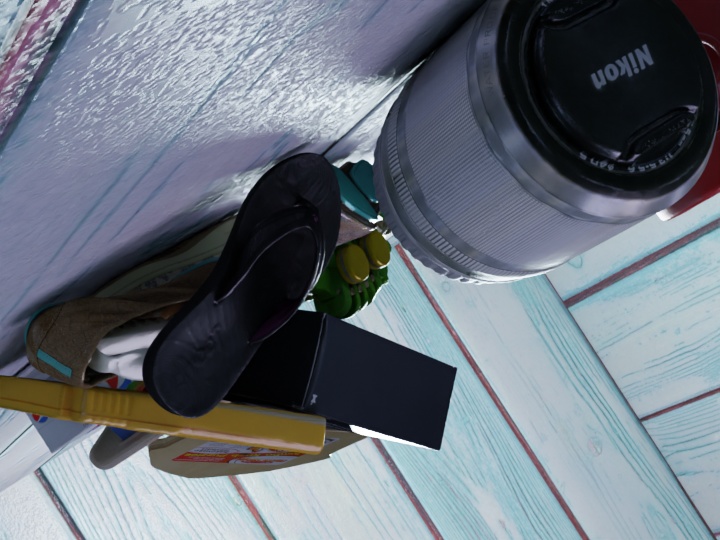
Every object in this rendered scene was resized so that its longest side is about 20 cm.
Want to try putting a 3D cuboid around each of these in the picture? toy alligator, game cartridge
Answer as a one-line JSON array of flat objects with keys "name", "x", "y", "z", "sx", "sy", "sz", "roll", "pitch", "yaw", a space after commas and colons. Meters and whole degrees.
[{"name": "toy alligator", "x": 0.000, "y": 0.000, "z": 1.066, "sx": 0.059, "sy": 0.054, "sz": 0.200, "roll": -20, "pitch": -174, "yaw": 29}, {"name": "game cartridge", "x": -0.153, "y": 0.106, "z": 0.970, "sx": 0.199, "sy": 0.033, "sz": 0.176, "roll": 10, "pitch": 173, "yaw": -32}]

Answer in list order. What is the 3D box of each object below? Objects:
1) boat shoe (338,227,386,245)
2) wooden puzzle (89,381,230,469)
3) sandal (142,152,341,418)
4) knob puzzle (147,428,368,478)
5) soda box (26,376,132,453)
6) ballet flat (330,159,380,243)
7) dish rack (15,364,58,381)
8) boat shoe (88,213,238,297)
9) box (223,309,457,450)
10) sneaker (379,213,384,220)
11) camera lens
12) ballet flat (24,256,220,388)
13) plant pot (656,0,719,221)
[{"name": "boat shoe", "x": -0.029, "y": -0.020, "z": 1.219, "sx": 0.200, "sy": 0.073, "sz": 0.070, "roll": -4, "pitch": 110, "yaw": -71}, {"name": "wooden puzzle", "x": -0.158, "y": 0.082, "z": 1.215, "sx": 0.200, "sy": 0.046, "sz": 0.186, "roll": -28, "pitch": -159, "yaw": 37}, {"name": "sandal", "x": -0.062, "y": 0.010, "z": 0.848, "sx": 0.048, "sy": 0.075, "sz": 0.201, "roll": 2, "pitch": -126, "yaw": 51}, {"name": "knob puzzle", "x": -0.113, "y": 0.162, "z": 1.250, "sx": 0.218, "sy": 0.031, "sz": 0.220, "roll": -6, "pitch": 160, "yaw": -2}, {"name": "soda box", "x": -0.258, "y": 0.117, "z": 1.340, "sx": 0.068, "sy": 0.064, "sz": 0.200, "roll": -34, "pitch": 179, "yaw": 21}, {"name": "ballet flat", "x": -0.020, "y": -0.046, "z": 1.038, "sx": 0.067, "sy": 0.068, "sz": 0.200, "roll": -42, "pitch": 175, "yaw": 13}, {"name": "dish rack", "x": -0.201, "y": 0.059, "z": 1.140, "sx": 0.171, "sy": 0.044, "sz": 0.200, "roll": -35, "pitch": 178, "yaw": 38}, {"name": "boat shoe", "x": -0.141, "y": 0.025, "z": 0.948, "sx": 0.200, "sy": 0.063, "sz": 0.073, "roll": -32, "pitch": 178, "yaw": -27}, {"name": "box", "x": -0.034, "y": 0.085, "z": 1.068, "sx": 0.141, "sy": 0.079, "sz": 0.200, "roll": 9, "pitch": 170, "yaw": 36}, {"name": "sneaker", "x": 0.074, "y": -0.111, "z": 1.223, "sx": 0.200, "sy": 0.077, "sz": 0.084, "roll": -32, "pitch": -162, "yaw": 51}, {"name": "camera lens", "x": 0.109, "y": -0.086, "z": 0.816, "sx": 0.160, "sy": 0.160, "sz": 0.200, "roll": -32, "pitch": 178, "yaw": -27}, {"name": "ballet flat", "x": -0.123, "y": 0.039, "z": 0.873, "sx": 0.199, "sy": 0.072, "sz": 0.068, "roll": -12, "pitch": 128, "yaw": -44}, {"name": "plant pot", "x": 0.250, "y": -0.161, "z": 0.922, "sx": 0.200, "sy": 0.183, "sz": 0.200, "roll": -33, "pitch": 179, "yaw": -1}]
